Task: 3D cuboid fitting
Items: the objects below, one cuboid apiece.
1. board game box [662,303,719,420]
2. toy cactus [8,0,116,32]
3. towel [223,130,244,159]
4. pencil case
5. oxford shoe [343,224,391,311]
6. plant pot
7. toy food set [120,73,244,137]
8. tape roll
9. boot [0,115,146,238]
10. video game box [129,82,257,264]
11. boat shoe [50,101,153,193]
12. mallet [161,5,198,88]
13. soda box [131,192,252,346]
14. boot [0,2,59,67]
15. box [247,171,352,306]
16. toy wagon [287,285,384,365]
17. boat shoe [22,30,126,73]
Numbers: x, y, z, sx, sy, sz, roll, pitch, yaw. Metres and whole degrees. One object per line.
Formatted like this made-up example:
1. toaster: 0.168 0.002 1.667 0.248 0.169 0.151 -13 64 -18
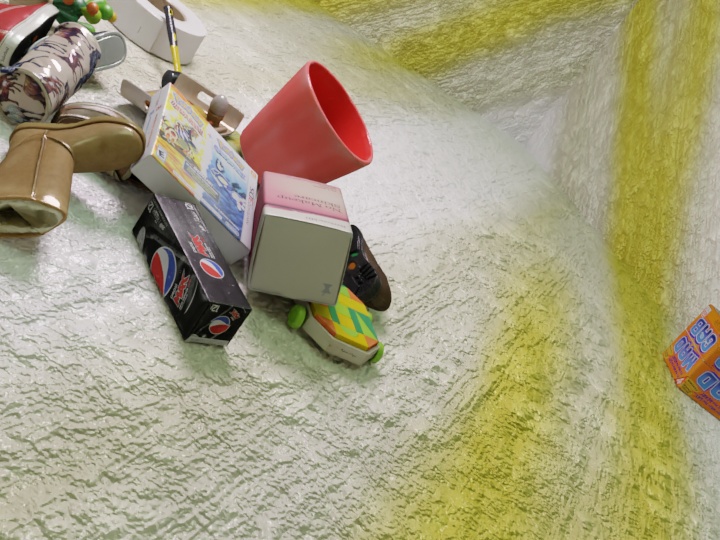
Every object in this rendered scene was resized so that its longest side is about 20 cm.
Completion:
1. board game box: 0.993 0.261 2.317 0.198 0.201 0.200 36 21 -7
2. toy cactus: -0.487 -0.445 1.372 0.161 0.105 0.200 4 -3 -10
3. towel: -0.234 -0.206 1.454 0.143 0.023 0.200 42 22 3
4. pencil case: -0.425 -0.272 1.143 0.088 0.079 0.202 24 33 -9
5. oxford shoe: 0.000 0.000 1.387 0.084 0.072 0.202 43 16 -38
6. plant pot: -0.100 -0.228 1.452 0.201 0.175 0.203 47 25 -30
7. toy food set: -0.292 -0.282 1.401 0.142 0.061 0.200 34 21 6
8. tape roll: -0.410 -0.503 1.684 0.200 0.071 0.204 34 21 -15
9. boot: -0.337 -0.107 0.967 0.171 0.067 0.201 -6 32 -9
10. video game box: -0.225 -0.136 1.179 0.200 0.046 0.184 47 24 -34
11. boat shoe: -0.322 -0.161 1.145 0.198 0.076 0.075 22 32 -39
12. mallet: -0.352 -0.409 1.553 0.065 0.041 0.204 3 63 -49
13. soda box: -0.210 -0.003 1.029 0.070 0.064 0.201 14 32 -46
14. boot: -0.538 -0.384 1.239 0.143 0.073 0.201 32 26 -13
15. box: -0.089 -0.050 1.189 0.125 0.111 0.201 11 21 -12
16. toy wagon: -0.044 0.054 1.223 0.153 0.040 0.202 27 25 -31
17. boat shoe: -0.446 -0.328 1.291 0.059 0.078 0.199 6 18 27
